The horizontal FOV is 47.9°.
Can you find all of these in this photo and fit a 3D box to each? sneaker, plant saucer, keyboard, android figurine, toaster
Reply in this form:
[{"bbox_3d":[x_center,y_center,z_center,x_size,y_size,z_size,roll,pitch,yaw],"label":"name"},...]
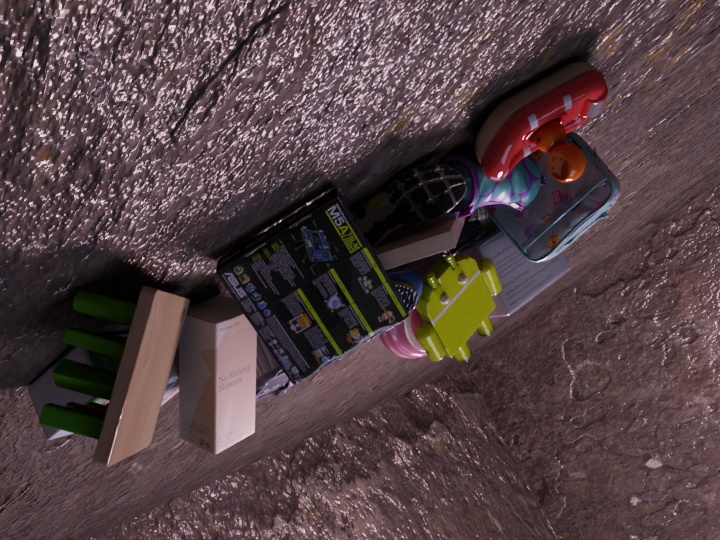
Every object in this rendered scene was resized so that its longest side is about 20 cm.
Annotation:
[{"bbox_3d":[0.000,0.000,1.236,0.196,0.079,0.067,17,131,-6],"label":"sneaker"},{"bbox_3d":[0.114,0.054,1.334,0.198,0.050,0.205,-16,116,-35],"label":"plant saucer"},{"bbox_3d":[0.180,-0.090,1.370,0.197,0.068,0.090,-16,166,-31],"label":"sneaker"},{"bbox_3d":[0.120,-0.040,1.204,0.126,0.021,0.199,-9,-165,43],"label":"keyboard"},{"bbox_3d":[0.157,0.056,1.311,0.182,0.041,0.202,-44,131,-18],"label":"android figurine"},{"bbox_3d":[0.063,-0.095,1.163,0.197,0.078,0.085,-24,179,21],"label":"sneaker"},{"bbox_3d":[-0.165,0.137,1.360,0.112,0.131,0.200,-20,164,-31],"label":"toaster"}]

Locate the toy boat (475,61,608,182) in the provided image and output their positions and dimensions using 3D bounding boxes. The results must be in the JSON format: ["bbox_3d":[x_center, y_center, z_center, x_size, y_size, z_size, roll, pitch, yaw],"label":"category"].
[{"bbox_3d":[0.257,-0.179,1.101,0.197,0.132,0.131,-29,165,0],"label":"toy boat"}]

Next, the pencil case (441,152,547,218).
[{"bbox_3d":[0.195,-0.131,1.220,0.084,0.094,0.198,-18,174,42],"label":"pencil case"}]

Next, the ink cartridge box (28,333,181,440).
[{"bbox_3d":[-0.349,0.158,1.174,0.145,0.085,0.199,-37,164,29],"label":"ink cartridge box"}]

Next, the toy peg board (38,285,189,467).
[{"bbox_3d":[-0.299,0.115,0.993,0.096,0.204,0.199,15,175,0],"label":"toy peg board"}]

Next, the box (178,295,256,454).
[{"bbox_3d":[-0.208,0.149,1.180,0.077,0.204,0.094,15,-158,32],"label":"box"}]

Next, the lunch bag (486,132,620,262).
[{"bbox_3d":[0.318,-0.120,1.323,0.200,0.161,0.077,-45,159,23],"label":"lunch bag"}]

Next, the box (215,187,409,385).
[{"bbox_3d":[-0.062,0.025,1.082,0.191,0.202,0.048,-32,-158,4],"label":"box"}]

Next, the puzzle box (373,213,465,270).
[{"bbox_3d":[0.084,-0.049,1.185,0.131,0.026,0.200,-18,-169,17],"label":"puzzle box"}]

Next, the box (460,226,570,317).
[{"bbox_3d":[0.242,-0.005,1.499,0.198,0.133,0.198,-30,-173,-33],"label":"box"}]
